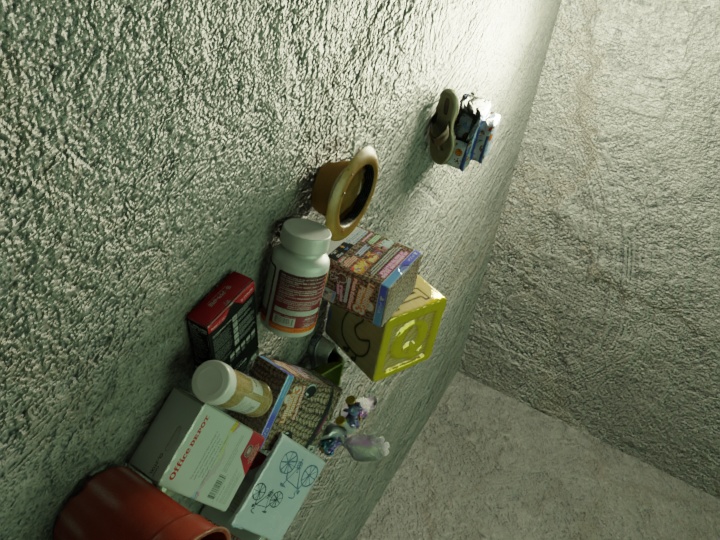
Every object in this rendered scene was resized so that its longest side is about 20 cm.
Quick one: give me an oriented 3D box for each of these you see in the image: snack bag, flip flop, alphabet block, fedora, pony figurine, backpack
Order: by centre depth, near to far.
[{"bbox_3d":[-0.038,-0.157,1.370,0.201,0.081,0.202,-55,159,-33],"label":"fedora"},{"bbox_3d":[-0.165,0.448,1.442,0.201,0.021,0.189,-59,142,-15],"label":"snack bag"},{"bbox_3d":[0.057,0.108,1.685,0.195,0.200,0.197,-18,133,-35],"label":"alphabet block"},{"bbox_3d":[-0.037,0.376,1.706,0.201,0.191,0.168,83,-8,-54],"label":"pony figurine"},{"bbox_3d":[0.207,-0.367,1.822,0.057,0.081,0.202,-26,138,-37],"label":"flip flop"},{"bbox_3d":[0.293,-0.371,1.945,0.200,0.153,0.192,-42,160,-57],"label":"backpack"}]

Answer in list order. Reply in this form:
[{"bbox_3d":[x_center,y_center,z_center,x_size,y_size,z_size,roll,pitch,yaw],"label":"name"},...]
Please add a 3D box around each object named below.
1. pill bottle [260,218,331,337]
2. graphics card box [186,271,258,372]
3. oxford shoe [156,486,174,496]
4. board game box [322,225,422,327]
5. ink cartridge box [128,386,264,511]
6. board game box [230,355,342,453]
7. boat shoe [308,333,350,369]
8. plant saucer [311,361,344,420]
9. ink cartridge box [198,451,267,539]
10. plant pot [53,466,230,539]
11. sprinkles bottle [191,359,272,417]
[{"bbox_3d":[-0.118,0.014,1.315,0.109,0.109,0.202,-34,143,-58],"label":"pill bottle"},{"bbox_3d":[-0.231,0.114,1.215,0.126,0.050,0.201,-50,155,-39],"label":"graphics card box"},{"bbox_3d":[-0.301,0.360,1.314,0.200,0.057,0.076,-36,148,-54],"label":"oxford shoe"},{"bbox_3d":[0.000,0.000,1.459,0.159,0.199,0.098,-42,151,-49],"label":"board game box"},{"bbox_3d":[-0.273,0.306,1.209,0.147,0.082,0.200,-60,145,-16],"label":"ink cartridge box"},{"bbox_3d":[-0.155,0.284,1.474,0.199,0.096,0.161,26,88,-54],"label":"board game box"},{"bbox_3d":[-0.068,0.225,1.745,0.075,0.085,0.203,-56,159,-27],"label":"boat shoe"},{"bbox_3d":[-0.137,0.313,1.667,0.199,0.048,0.201,-25,139,-42],"label":"plant saucer"},{"bbox_3d":[-0.239,0.500,1.516,0.201,0.144,0.084,-56,160,-26],"label":"ink cartridge box"},{"bbox_3d":[-0.330,0.406,1.044,0.201,0.194,0.202,-45,154,-30],"label":"plant pot"},{"bbox_3d":[-0.212,0.203,1.197,0.069,0.068,0.200,-62,160,-10],"label":"sprinkles bottle"}]
